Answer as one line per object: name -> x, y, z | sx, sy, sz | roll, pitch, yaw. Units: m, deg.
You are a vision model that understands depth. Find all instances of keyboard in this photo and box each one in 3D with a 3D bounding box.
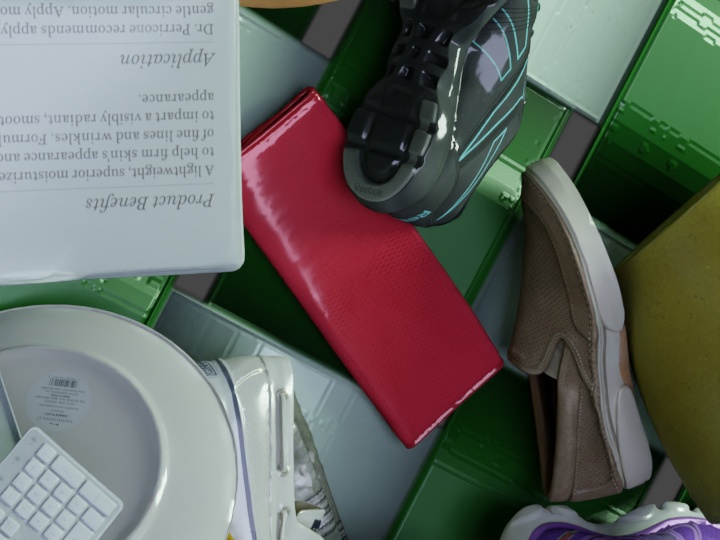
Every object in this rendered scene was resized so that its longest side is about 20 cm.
keyboard -> -0.184, 0.160, 0.925 | 0.056, 0.011, 0.200 | 40, 66, -3

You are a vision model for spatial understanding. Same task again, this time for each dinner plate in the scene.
dinner plate -> -0.158, 0.099, 1.020 | 0.200, 0.200, 0.024 | -29, 151, -16

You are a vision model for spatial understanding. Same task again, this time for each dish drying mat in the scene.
dish drying mat -> 0.000, 0.000, 1.155 | 0.077, 0.018, 0.200 | -41, 114, -12

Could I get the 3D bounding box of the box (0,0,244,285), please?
box -> -0.176, -0.071, 0.960 | 0.198, 0.200, 0.132 | -4, 100, -24

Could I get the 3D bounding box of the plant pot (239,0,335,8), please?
plant pot -> -0.039, -0.218, 1.001 | 0.199, 0.200, 0.141 | -17, 131, -20

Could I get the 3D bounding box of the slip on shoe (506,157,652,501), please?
slip on shoe -> 0.111, 0.038, 1.187 | 0.060, 0.076, 0.201 | -18, 114, -7

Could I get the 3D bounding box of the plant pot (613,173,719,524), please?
plant pot -> 0.222, 0.022, 1.181 | 0.200, 0.200, 0.142 | -42, 87, -11

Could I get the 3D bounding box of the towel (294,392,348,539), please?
towel -> -0.086, 0.183, 1.144 | 0.192, 0.035, 0.201 | -27, 110, -17

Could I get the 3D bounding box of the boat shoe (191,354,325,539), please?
boat shoe -> -0.049, 0.141, 1.105 | 0.069, 0.071, 0.201 | -10, 99, -23

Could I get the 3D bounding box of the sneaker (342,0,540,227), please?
sneaker -> 0.056, -0.117, 1.138 | 0.079, 0.075, 0.201 | 29, 85, -50

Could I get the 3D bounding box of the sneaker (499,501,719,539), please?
sneaker -> 0.165, 0.185, 1.219 | 0.199, 0.083, 0.081 | 4, 106, -39

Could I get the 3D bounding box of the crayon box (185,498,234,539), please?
crayon box -> -0.130, 0.146, 1.033 | 0.125, 0.200, 0.052 | -31, 153, -15

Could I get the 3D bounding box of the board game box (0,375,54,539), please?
board game box -> -0.261, 0.084, 0.978 | 0.199, 0.201, 0.026 | -12, 149, -21
